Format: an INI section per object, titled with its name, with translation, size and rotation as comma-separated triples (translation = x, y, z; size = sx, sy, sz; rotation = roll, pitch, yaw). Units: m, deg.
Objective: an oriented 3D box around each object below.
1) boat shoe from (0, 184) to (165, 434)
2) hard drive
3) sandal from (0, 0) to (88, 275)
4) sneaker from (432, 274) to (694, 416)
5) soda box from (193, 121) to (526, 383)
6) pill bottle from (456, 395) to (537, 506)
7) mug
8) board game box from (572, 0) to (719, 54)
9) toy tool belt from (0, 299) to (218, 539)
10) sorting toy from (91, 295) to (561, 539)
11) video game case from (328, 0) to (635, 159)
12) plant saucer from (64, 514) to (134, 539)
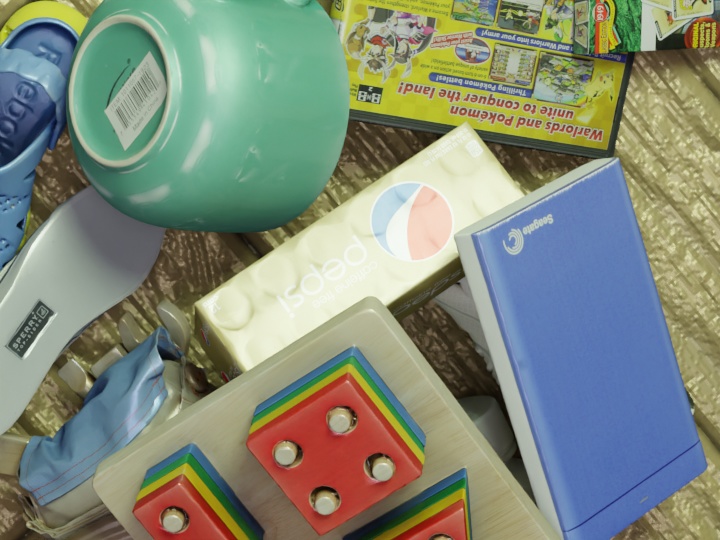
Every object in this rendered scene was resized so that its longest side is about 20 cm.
[boat shoe]
translation = -0.197, 0.023, 1.353
size = 0.072, 0.066, 0.200
rotation = 41, 69, -22
[hard drive]
translation = 0.132, 0.050, 1.292
size = 0.132, 0.025, 0.200
rotation = -28, 105, -40
[sandal]
translation = -0.224, -0.068, 1.338
size = 0.079, 0.087, 0.200
rotation = 21, 100, -7
[sneaker]
translation = 0.109, 0.059, 1.378
size = 0.200, 0.075, 0.081
rotation = 34, 105, -6
[soda box]
translation = 0.000, 0.000, 1.299
size = 0.200, 0.064, 0.068
rotation = -34, 78, -15
[pill bottle]
translation = 0.078, 0.187, 1.373
size = 0.114, 0.114, 0.200
rotation = -23, 100, 2
[mug]
translation = -0.097, -0.115, 1.282
size = 0.152, 0.114, 0.185
rotation = 4, 92, 42
[board game box]
translation = 0.179, -0.232, 1.329
size = 0.105, 0.023, 0.200
rotation = -6, 105, -21
[toy tool belt]
translation = -0.133, 0.086, 1.345
size = 0.123, 0.125, 0.200
rotation = 43, 101, -12
[sorting toy]
translation = -0.018, 0.151, 1.235
size = 0.200, 0.070, 0.199
rotation = -32, 107, 17
[video game case]
translation = 0.080, -0.168, 1.328
size = 0.200, 0.025, 0.181
rotation = 7, 99, -24
[plant saucer]
translation = -0.109, 0.211, 1.357
size = 0.200, 0.030, 0.200
rotation = -8, 137, -8
